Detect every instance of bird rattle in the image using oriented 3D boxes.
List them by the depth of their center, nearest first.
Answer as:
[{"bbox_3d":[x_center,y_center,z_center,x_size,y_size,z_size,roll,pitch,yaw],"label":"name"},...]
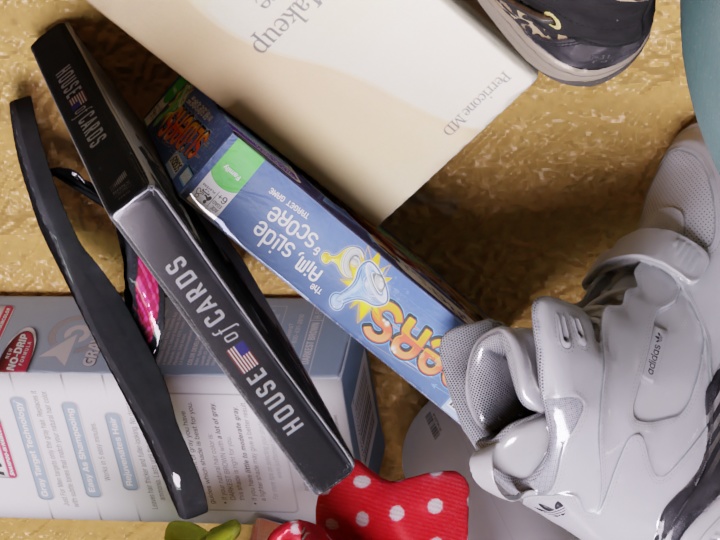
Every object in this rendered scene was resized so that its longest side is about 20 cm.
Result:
[{"bbox_3d":[-0.019,0.163,0.941,0.199,0.113,0.163,-15,114,28],"label":"bird rattle"}]

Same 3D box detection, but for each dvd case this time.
[{"bbox_3d":[-0.072,-0.011,0.892,0.025,0.200,0.151,-35,119,-1],"label":"dvd case"}]

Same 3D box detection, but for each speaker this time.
[{"bbox_3d":[0.079,0.130,0.954,0.081,0.200,0.082,-6,119,-11],"label":"speaker"}]

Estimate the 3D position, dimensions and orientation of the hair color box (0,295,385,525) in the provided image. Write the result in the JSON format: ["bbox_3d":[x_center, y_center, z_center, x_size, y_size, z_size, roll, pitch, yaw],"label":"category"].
[{"bbox_3d":[-0.095,0.067,1.042,0.199,0.061,0.099,0,129,12],"label":"hair color box"}]

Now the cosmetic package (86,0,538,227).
[{"bbox_3d":[-0.033,-0.121,0.859,0.200,0.071,0.105,37,120,-17],"label":"cosmetic package"}]

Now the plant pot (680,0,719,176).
[{"bbox_3d":[0.192,-0.106,0.760,0.200,0.134,0.201,-23,149,-14],"label":"plant pot"}]

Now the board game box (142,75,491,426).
[{"bbox_3d":[0.000,0.000,0.919,0.200,0.135,0.034,40,95,-19],"label":"board game box"}]

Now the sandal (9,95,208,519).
[{"bbox_3d":[-0.102,0.012,0.963,0.045,0.075,0.201,-26,85,-7],"label":"sandal"}]

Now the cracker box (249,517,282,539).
[{"bbox_3d":[-0.009,0.205,1.101,0.133,0.058,0.200,16,148,-2],"label":"cracker box"}]

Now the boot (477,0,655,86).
[{"bbox_3d":[0.039,-0.154,0.749,0.073,0.151,0.200,-39,91,-6],"label":"boot"}]

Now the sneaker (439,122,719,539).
[{"bbox_3d":[0.102,0.016,0.860,0.115,0.201,0.075,24,155,-27],"label":"sneaker"}]
